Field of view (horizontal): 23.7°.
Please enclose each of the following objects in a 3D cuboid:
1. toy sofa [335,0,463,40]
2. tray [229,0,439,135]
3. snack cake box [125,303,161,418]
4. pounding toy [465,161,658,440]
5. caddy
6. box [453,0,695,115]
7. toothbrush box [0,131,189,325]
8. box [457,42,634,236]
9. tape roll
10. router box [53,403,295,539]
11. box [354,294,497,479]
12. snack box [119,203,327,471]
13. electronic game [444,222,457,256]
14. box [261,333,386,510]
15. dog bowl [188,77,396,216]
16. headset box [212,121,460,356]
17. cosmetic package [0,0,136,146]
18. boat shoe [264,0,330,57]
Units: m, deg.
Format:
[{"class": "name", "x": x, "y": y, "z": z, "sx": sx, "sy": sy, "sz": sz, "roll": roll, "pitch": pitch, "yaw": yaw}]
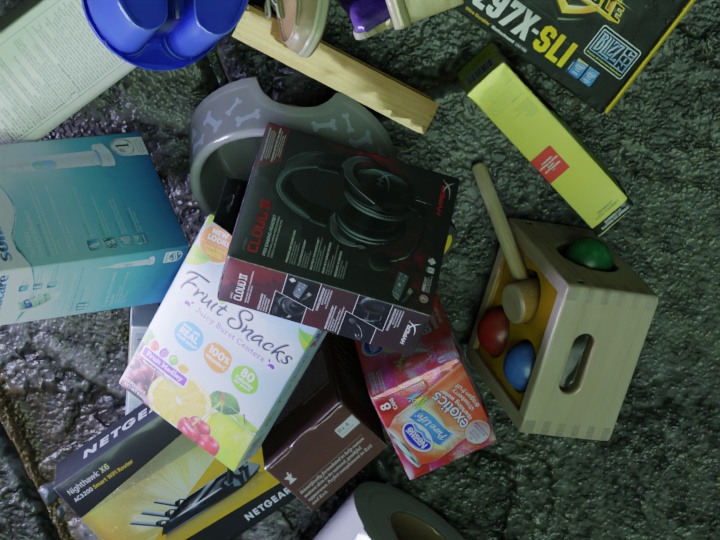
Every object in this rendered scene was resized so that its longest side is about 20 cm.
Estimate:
[{"class": "toy sofa", "x": 0.014, "y": -0.276, "z": 1.503, "sx": 0.097, "sy": 0.200, "sz": 0.083, "roll": -19, "pitch": 115, "yaw": -3}, {"class": "tray", "x": -0.029, "y": -0.191, "z": 1.587, "sx": 0.199, "sy": 0.099, "sz": 0.037, "roll": 27, "pitch": 97, "yaw": -16}, {"class": "snack cake box", "x": -0.179, "y": 0.134, "z": 1.730, "sx": 0.114, "sy": 0.067, "sz": 0.202, "roll": 3, "pitch": 113, "yaw": -9}, {"class": "pounding toy", "x": 0.176, "y": 0.028, "z": 1.672, "sx": 0.141, "sy": 0.184, "sz": 0.201, "roll": 7, "pitch": 113, "yaw": -21}, {"class": "caddy", "x": -0.174, "y": -0.279, "z": 1.515, "sx": 0.140, "sy": 0.105, "sz": 0.202, "roll": 1, "pitch": 87, "yaw": -24}, {"class": "box", "x": 0.198, "y": -0.266, "z": 1.608, "sx": 0.199, "sy": 0.049, "sz": 0.160, "roll": 33, "pitch": 108, "yaw": -18}, {"class": "toothbrush box", "x": -0.277, "y": -0.039, "z": 1.558, "sx": 0.199, "sy": 0.147, "sz": 0.086, "roll": -8, "pitch": 144, "yaw": -30}, {"class": "box", "x": 0.178, "y": -0.126, "z": 1.651, "sx": 0.050, "sy": 0.075, "sz": 0.200, "roll": -40, "pitch": 112, "yaw": 12}, {"class": "tape roll", "x": 0.031, "y": 0.336, "z": 1.764, "sx": 0.202, "sy": 0.203, "sz": 0.139, "roll": 35, "pitch": 106, "yaw": -18}, {"class": "router box", "x": -0.177, "y": 0.203, "z": 1.695, "sx": 0.199, "sy": 0.052, "sz": 0.158, "roll": -35, "pitch": 112, "yaw": 9}, {"class": "box", "x": 0.057, "y": 0.100, "z": 1.666, "sx": 0.095, "sy": 0.200, "sz": 0.100, "roll": -24, "pitch": 113, "yaw": 3}, {"class": "snack box", "x": -0.117, "y": 0.062, "z": 1.570, "sx": 0.142, "sy": 0.053, "sz": 0.201, "roll": 35, "pitch": 114, "yaw": 9}, {"class": "electronic game", "x": 0.000, "y": 0.000, "z": 1.639, "sx": 0.199, "sy": 0.200, "sz": 0.042, "roll": -25, "pitch": 75, "yaw": 5}, {"class": "box", "x": -0.043, "y": 0.132, "z": 1.669, "sx": 0.100, "sy": 0.200, "sz": 0.075, "roll": -41, "pitch": 111, "yaw": 12}, {"class": "dog bowl", "x": -0.069, "y": -0.091, "z": 1.598, "sx": 0.198, "sy": 0.059, "sz": 0.201, "roll": 7, "pitch": 142, "yaw": 5}, {"class": "headset box", "x": -0.027, "y": -0.031, "z": 1.488, "sx": 0.198, "sy": 0.150, "sz": 0.077, "roll": 17, "pitch": 146, "yaw": -4}, {"class": "cosmetic package", "x": -0.300, "y": -0.186, "z": 1.579, "sx": 0.199, "sy": 0.073, "sz": 0.104, "roll": -34, "pitch": 112, "yaw": 9}, {"class": "boat shoe", "x": -0.070, "y": -0.279, "z": 1.510, "sx": 0.062, "sy": 0.202, "sz": 0.073, "roll": 5, "pitch": 152, "yaw": -26}]
